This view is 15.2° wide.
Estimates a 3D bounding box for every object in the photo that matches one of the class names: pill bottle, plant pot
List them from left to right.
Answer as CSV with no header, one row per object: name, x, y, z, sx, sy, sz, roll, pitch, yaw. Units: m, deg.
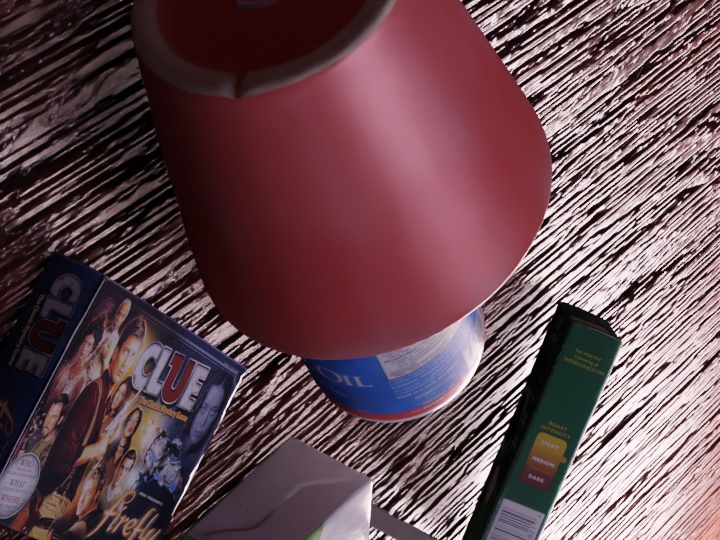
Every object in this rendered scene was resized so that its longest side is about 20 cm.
plant pot,-0.019,-0.086,1.347,0.200,0.200,0.177,-55,144,-23
pill bottle,0.000,0.000,1.535,0.112,0.112,0.200,-58,154,-17

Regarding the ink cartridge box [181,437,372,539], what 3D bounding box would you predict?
ink cartridge box,-0.054,0.219,1.679,0.117,0.067,0.200,-40,145,-42

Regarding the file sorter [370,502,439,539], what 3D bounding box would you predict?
file sorter,0.067,0.258,1.805,0.125,0.200,0.139,-62,156,-4

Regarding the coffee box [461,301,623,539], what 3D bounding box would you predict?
coffee box,0.129,0.126,1.944,0.123,0.044,0.200,-90,-159,-86

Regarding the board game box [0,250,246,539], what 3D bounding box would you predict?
board game box,-0.138,0.081,1.420,0.136,0.035,0.200,-63,156,-6
